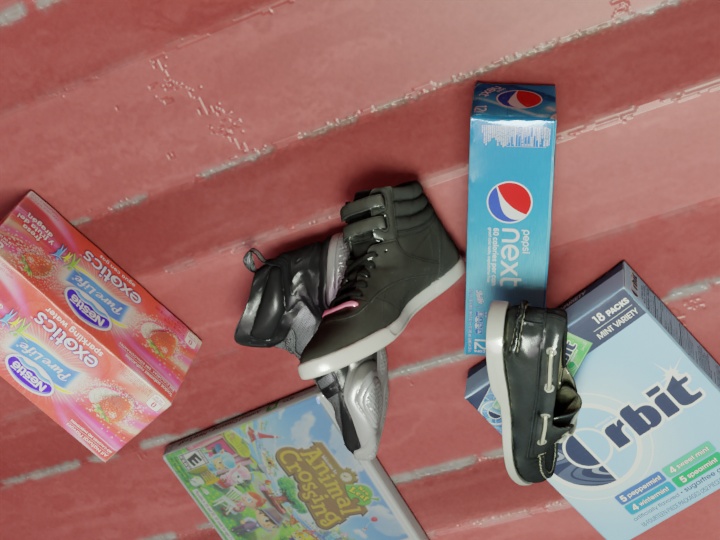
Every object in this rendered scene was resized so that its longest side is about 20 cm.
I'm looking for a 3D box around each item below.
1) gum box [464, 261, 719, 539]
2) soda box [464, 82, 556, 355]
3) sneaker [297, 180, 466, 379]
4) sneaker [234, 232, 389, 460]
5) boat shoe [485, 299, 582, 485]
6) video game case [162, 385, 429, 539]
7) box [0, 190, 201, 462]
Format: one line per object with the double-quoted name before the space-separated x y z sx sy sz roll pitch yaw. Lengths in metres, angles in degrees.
"gum box" 0.214 0.117 1.012 0.169 0.045 0.200 -37 106 27
"soda box" 0.113 -0.036 0.931 0.063 0.068 0.203 3 120 7
"sneaker" 0.000 0.000 0.914 0.070 0.200 0.100 -17 106 42
"sneaker" -0.040 0.066 1.018 0.112 0.076 0.203 -3 113 13
"boat shoe" 0.137 0.100 0.927 0.059 0.076 0.201 2 143 19
"video game case" -0.058 0.213 1.134 0.180 0.022 0.201 -23 113 22
"box" -0.247 0.049 1.034 0.200 0.095 0.102 44 119 -14
